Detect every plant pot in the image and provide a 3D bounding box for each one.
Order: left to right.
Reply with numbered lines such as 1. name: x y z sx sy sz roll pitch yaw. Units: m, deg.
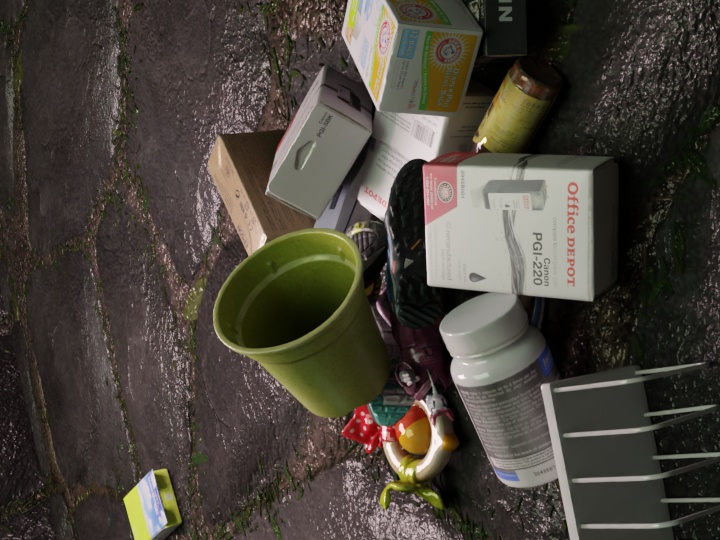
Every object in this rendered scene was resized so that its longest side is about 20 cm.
1. plant pot: -0.054 0.082 1.417 0.200 0.200 0.184 36 162 48

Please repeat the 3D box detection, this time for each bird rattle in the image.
1. bird rattle: 0.070 0.228 1.542 0.163 0.112 0.200 -52 39 33

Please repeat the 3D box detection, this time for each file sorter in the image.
1. file sorter: 0.290 0.197 1.132 0.124 0.138 0.201 -18 80 54

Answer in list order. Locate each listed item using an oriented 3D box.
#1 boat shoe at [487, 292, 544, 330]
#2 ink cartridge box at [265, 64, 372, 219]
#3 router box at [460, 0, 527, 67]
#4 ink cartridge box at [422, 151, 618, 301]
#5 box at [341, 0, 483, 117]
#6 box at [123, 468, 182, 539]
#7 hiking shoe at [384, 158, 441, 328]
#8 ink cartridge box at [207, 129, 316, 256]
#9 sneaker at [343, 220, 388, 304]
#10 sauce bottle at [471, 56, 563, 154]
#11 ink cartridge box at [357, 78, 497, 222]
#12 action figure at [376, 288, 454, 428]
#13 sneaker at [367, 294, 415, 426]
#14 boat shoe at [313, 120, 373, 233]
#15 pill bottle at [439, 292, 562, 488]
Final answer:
1. boat shoe: 0.171 0.064 1.345 0.072 0.072 0.201 6 100 57
2. ink cartridge box: -0.052 -0.175 1.517 0.147 0.083 0.200 -57 12 21
3. router box: 0.138 -0.341 1.300 0.157 0.052 0.201 -158 65 -75
4. ink cartridge box: 0.175 -0.051 1.235 0.199 0.085 0.146 4 106 28
5. box: 0.055 -0.275 1.308 0.200 0.101 0.113 -110 27 -50
6. box: -0.434 0.500 2.362 0.200 0.048 0.122 -46 59 50
7. hiking shoe: 0.055 -0.032 1.340 0.087 0.074 0.201 179 95 -75
8. ink cartridge box: -0.112 -0.112 1.661 0.200 0.164 0.075 63 144 28
9. sneaker: 0.000 0.000 1.507 0.200 0.084 0.075 -39 39 48
10. sauce bottle: 0.167 -0.155 1.321 0.066 0.066 0.200 58 137 33
11. ink cartridge box: 0.082 -0.153 1.432 0.144 0.084 0.201 41 126 45
12. action figure: 0.071 0.105 1.450 0.149 0.134 0.201 -26 71 56
13. sneaker: 0.037 0.134 1.537 0.091 0.077 0.200 108 169 -49
14. boat shoe: 0.009 -0.104 1.565 0.075 0.086 0.203 6 71 54
15. pill bottle: 0.169 0.131 1.263 0.114 0.114 0.200 2 122 56
